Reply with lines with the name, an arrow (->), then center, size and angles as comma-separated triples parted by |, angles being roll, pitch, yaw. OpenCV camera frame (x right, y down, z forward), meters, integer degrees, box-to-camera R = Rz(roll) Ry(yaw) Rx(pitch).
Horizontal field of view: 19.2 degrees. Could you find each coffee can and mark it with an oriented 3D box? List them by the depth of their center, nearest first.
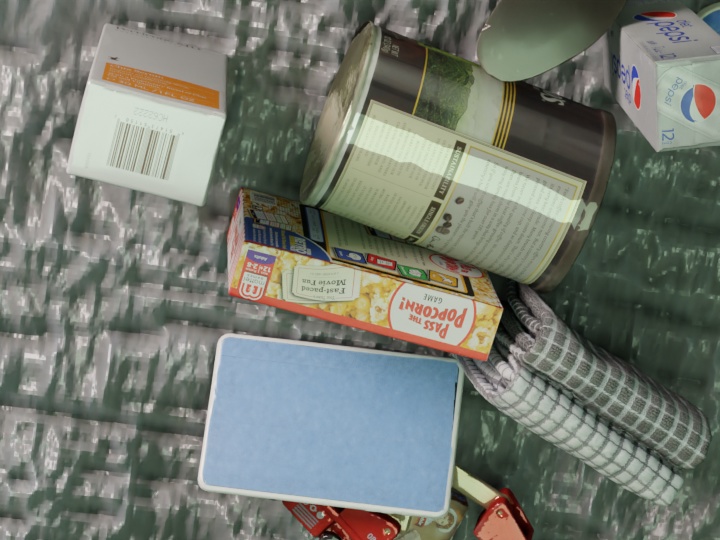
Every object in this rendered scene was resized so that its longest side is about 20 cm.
coffee can -> 0.072, -0.084, 1.601 | 0.199, 0.146, 0.147 | 20, 106, -10

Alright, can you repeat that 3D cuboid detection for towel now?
towel -> 0.170, 0.087, 1.638 | 0.165, 0.200, 0.086 | 32, 96, -13

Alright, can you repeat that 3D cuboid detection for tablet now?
tablet -> -0.022, 0.122, 1.685 | 0.199, 0.014, 0.131 | 6, 72, 3

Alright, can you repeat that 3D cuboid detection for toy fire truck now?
toy fire truck -> 0.026, 0.182, 1.710 | 0.141, 0.049, 0.200 | -42, 91, 14

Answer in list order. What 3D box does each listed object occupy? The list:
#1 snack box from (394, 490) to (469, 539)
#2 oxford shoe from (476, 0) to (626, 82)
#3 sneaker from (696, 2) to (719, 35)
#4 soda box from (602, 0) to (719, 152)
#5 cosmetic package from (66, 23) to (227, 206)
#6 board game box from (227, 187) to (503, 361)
snack box -> 0.012, 0.260, 1.771 | 0.072, 0.024, 0.200 | 26, 104, -8
oxford shoe -> 0.162, -0.208, 1.585 | 0.200, 0.071, 0.071 | -42, 95, -11
sneaker -> 0.343, -0.134, 1.621 | 0.200, 0.111, 0.077 | 32, 103, -13
soda box -> 0.225, -0.146, 1.562 | 0.063, 0.200, 0.069 | -6, 109, -3
cosmetic package -> -0.151, -0.116, 1.547 | 0.101, 0.200, 0.071 | 14, 106, -8
board game box -> 0.000, 0.000, 1.621 | 0.199, 0.152, 0.046 | 15, 106, -8
